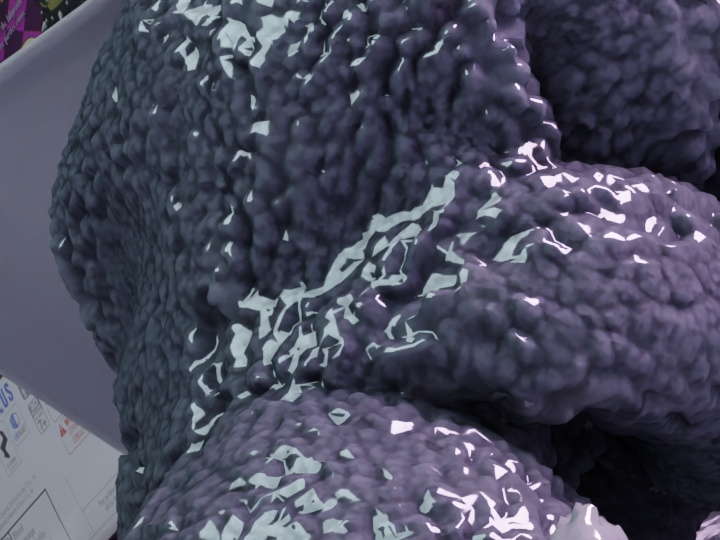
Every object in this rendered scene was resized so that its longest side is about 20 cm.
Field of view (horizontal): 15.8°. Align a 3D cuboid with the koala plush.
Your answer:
[{"bbox_3d":[0.008,0.050,0.419,0.177,0.184,0.200,-29,24,38],"label":"koala plush"}]

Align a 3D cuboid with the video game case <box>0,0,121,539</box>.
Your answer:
[{"bbox_3d":[-0.097,-0.003,0.860,0.036,0.182,0.200,-12,-25,-39],"label":"video game case"}]

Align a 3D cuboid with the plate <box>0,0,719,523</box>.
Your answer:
[{"bbox_3d":[0.018,-0.009,0.543,0.200,0.199,0.032,-31,35,35],"label":"plate"}]
